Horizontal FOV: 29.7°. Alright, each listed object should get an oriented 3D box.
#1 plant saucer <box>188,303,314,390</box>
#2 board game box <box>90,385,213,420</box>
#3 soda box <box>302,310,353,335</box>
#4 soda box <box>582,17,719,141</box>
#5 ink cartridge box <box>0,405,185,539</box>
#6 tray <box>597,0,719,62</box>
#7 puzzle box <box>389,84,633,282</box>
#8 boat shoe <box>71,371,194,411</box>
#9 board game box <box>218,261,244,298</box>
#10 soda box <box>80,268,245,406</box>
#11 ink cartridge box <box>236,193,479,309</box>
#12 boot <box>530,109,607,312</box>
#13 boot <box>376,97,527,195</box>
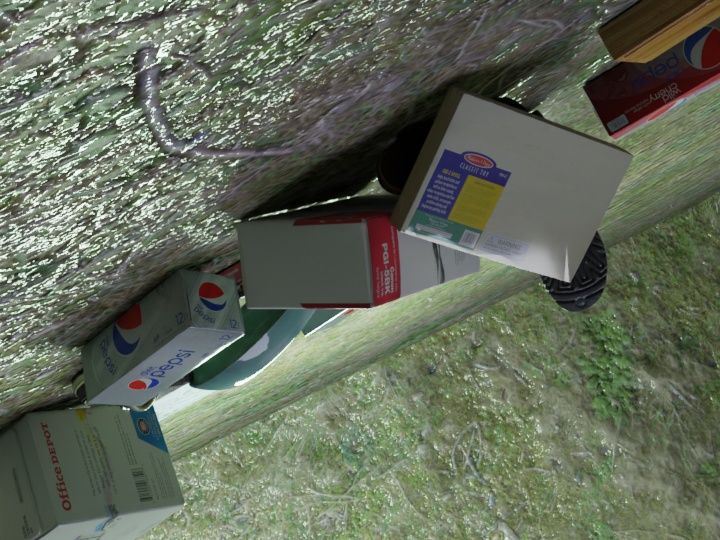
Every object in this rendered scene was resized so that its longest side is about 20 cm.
[{"bbox_3d":[-0.107,0.065,1.495,0.200,0.036,0.200,-42,-166,13],"label":"plant saucer"},{"bbox_3d":[-0.245,0.154,1.882,0.199,0.044,0.199,-29,172,10],"label":"board game box"},{"bbox_3d":[0.000,0.000,1.579,0.200,0.068,0.063,-33,172,37],"label":"soda box"},{"bbox_3d":[0.339,-0.214,1.433,0.199,0.064,0.070,-29,172,15],"label":"soda box"},{"bbox_3d":[-0.356,0.266,1.707,0.199,0.148,0.144,2,150,-48],"label":"ink cartridge box"},{"bbox_3d":[0.317,-0.252,1.212,0.200,0.037,0.099,-33,171,28],"label":"tray"},{"bbox_3d":[0.135,-0.073,1.196,0.199,0.025,0.134,16,108,-31],"label":"puzzle box"},{"bbox_3d":[-0.257,0.127,1.530,0.072,0.066,0.200,-10,167,-47],"label":"boat shoe"},{"bbox_3d":[-0.133,0.014,1.450,0.199,0.020,0.103,-29,171,9],"label":"board game box"},{"bbox_3d":[-0.202,0.071,1.357,0.068,0.064,0.200,8,149,-39],"label":"soda box"},{"bbox_3d":[0.004,-0.021,1.271,0.146,0.083,0.200,-1,-171,35],"label":"ink cartridge box"},{"bbox_3d":[0.193,-0.064,1.360,0.065,0.166,0.200,-16,-166,6],"label":"boot"},{"bbox_3d":[0.072,-0.093,1.261,0.200,0.075,0.097,-24,169,-40],"label":"boot"}]
